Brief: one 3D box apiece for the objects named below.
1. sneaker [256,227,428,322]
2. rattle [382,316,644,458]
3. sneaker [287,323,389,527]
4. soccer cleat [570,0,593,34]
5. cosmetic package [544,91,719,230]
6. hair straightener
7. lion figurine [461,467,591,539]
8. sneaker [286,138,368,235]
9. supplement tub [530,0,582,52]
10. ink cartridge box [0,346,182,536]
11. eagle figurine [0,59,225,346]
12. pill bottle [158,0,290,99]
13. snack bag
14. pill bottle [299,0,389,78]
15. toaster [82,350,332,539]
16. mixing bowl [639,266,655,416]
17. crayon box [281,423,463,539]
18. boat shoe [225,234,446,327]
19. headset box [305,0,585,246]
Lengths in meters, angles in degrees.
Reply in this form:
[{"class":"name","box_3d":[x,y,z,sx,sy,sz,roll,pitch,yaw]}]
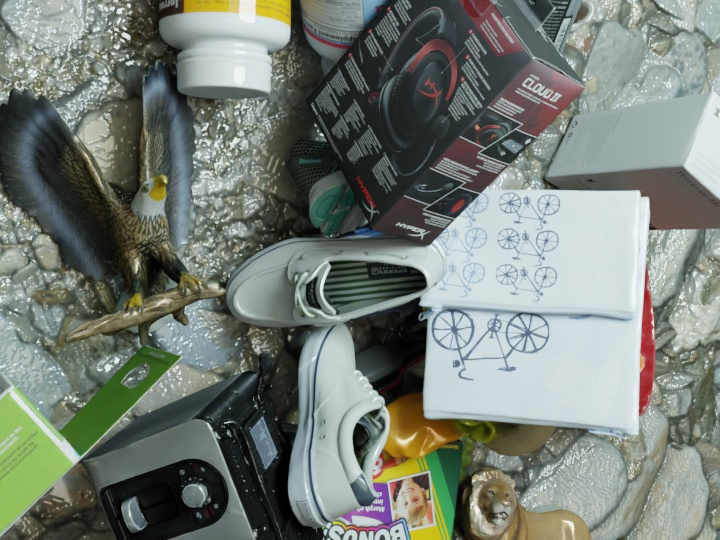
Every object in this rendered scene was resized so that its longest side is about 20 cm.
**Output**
[{"class":"sneaker","box_3d":[0.000,0.000,0.934,0.198,0.082,0.075,0,111,-7]},{"class":"rattle","box_3d":[0.118,0.095,0.879,0.142,0.199,0.132,11,75,-32]},{"class":"sneaker","box_3d":[-0.010,0.117,0.834,0.070,0.201,0.073,-14,131,15]},{"class":"soccer cleat","box_3d":[0.131,-0.276,0.974,0.198,0.077,0.070,17,85,-24]},{"class":"cosmetic package","box_3d":[0.287,-0.098,0.988,0.112,0.200,0.082,31,79,-22]},{"class":"hair straightener","box_3d":[0.045,0.068,0.952,0.199,0.041,0.077,-24,143,-22]},{"class":"lion figurine","box_3d":[0.174,0.268,1.032,0.199,0.072,0.124,17,72,-39]},{"class":"sneaker","box_3d":[0.017,-0.093,0.932,0.199,0.091,0.078,-8,138,-44]},{"class":"supplement tub","box_3d":[0.119,-0.209,0.910,0.121,0.123,0.201,2,127,-25]},{"class":"ink cartridge box","box_3d":[-0.244,0.106,0.777,0.200,0.148,0.076,-45,105,-17]},{"class":"eagle figurine","box_3d":[-0.185,-0.052,0.828,0.151,0.150,0.201,10,50,-63]},{"class":"pill bottle","box_3d":[-0.110,-0.247,0.845,0.108,0.109,0.203,0,92,-25]},{"class":"snack bag","box_3d":[0.138,0.032,0.851,0.186,0.021,0.202,3,82,16]},{"class":"pill bottle","box_3d":[0.000,-0.244,0.856,0.108,0.109,0.201,-30,141,-21]},{"class":"toaster","box_3d":[-0.107,0.183,0.792,0.118,0.200,0.183,-20,95,9]},{"class":"mixing bowl","box_3d":[0.207,0.041,0.986,0.200,0.107,0.203,25,62,-58]},{"class":"crayon box","box_3d":[-0.012,0.233,0.940,0.198,0.058,0.175,7,89,-25]},{"class":"boat shoe","box_3d":[-0.029,0.008,0.852,0.198,0.067,0.074,-16,103,18]},{"class":"headset box","box_3d":[0.065,-0.143,0.794,0.075,0.149,0.200,13,130,-45]}]
